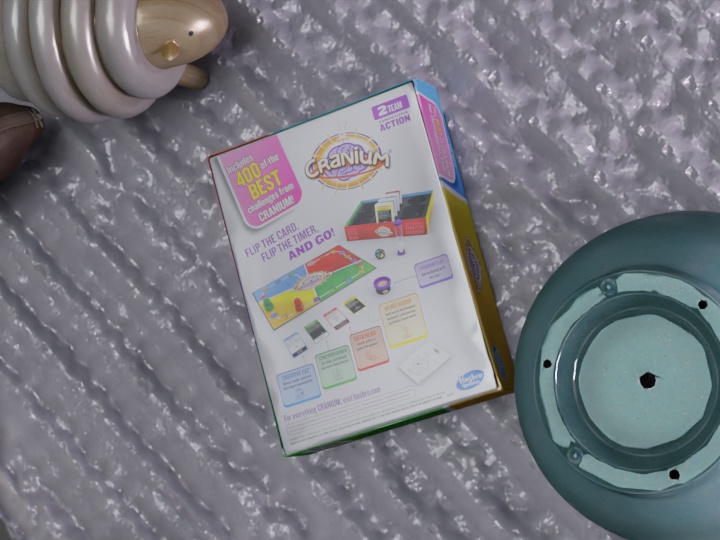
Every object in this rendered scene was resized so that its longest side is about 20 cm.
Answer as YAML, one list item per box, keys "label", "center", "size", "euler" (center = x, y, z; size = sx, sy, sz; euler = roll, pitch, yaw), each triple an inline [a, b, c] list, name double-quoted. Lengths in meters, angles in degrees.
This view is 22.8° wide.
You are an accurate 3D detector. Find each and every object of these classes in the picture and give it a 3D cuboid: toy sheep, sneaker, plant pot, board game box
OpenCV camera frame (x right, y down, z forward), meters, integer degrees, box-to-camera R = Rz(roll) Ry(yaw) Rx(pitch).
- label: "toy sheep"
  center: [-0.178, -0.157, 1.153]
  size: [0.199, 0.138, 0.139]
  euler: [-3, 86, 22]
- label: "sneaker"
  center: [-0.288, -0.053, 1.235]
  size: [0.200, 0.075, 0.071]
  euler: [-29, 86, 41]
- label: "plant pot"
  center: [0.170, 0.061, 0.996]
  size: [0.199, 0.134, 0.202]
  euler: [-2, 86, 22]
- label: "board game box"
  center: [0.000, 0.000, 1.120]
  size: [0.152, 0.040, 0.201]
  euler: [-18, 80, 21]
